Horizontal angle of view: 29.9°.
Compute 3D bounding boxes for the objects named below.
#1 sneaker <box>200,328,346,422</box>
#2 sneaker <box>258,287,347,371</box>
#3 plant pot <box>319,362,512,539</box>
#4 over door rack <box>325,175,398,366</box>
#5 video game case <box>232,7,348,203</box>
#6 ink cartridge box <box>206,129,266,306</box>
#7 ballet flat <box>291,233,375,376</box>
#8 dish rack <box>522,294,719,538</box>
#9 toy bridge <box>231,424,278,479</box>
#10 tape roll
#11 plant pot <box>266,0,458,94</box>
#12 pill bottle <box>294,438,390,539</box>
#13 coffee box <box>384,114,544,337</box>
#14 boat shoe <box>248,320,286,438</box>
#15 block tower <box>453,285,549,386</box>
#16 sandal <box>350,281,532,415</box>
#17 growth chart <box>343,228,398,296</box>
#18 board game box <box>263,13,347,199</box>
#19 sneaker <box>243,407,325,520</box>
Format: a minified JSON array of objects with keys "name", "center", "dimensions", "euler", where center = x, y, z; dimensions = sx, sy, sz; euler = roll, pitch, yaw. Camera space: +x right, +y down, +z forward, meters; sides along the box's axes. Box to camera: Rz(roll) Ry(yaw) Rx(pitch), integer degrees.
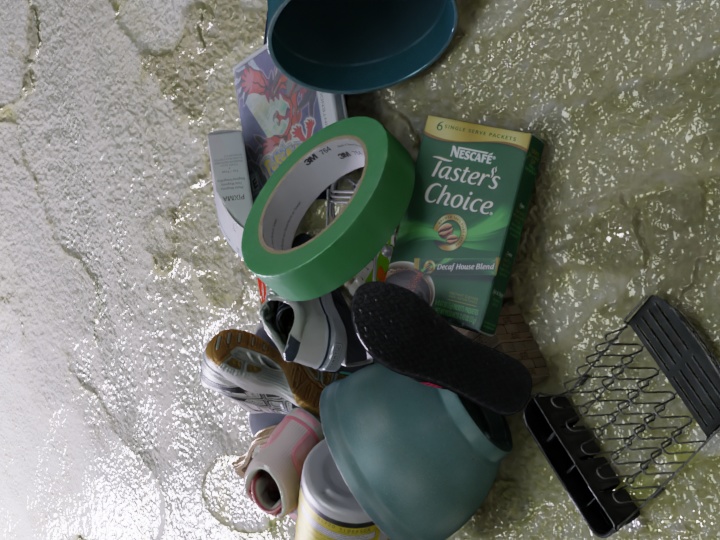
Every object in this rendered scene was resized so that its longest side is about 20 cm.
[{"name":"sneaker","center":[-0.093,0.135,1.575],"dimensions":[0.088,0.198,0.076],"euler":[-56,10,50]},{"name":"sneaker","center":[-0.072,0.035,1.424],"dimensions":[0.074,0.070,0.200],"euler":[-68,25,17]},{"name":"plant pot","center":[0.070,0.167,1.372],"dimensions":[0.134,0.200,0.202],"euler":[-35,65,18]},{"name":"over door rack","center":[0.000,0.000,1.454],"dimensions":[0.147,0.066,0.203],"euler":[9,86,66]},{"name":"video game case","center":[-0.081,-0.181,1.560],"dimensions":[0.199,0.023,0.185],"euler":[-21,75,54]},{"name":"ink cartridge box","center":[-0.149,-0.050,1.628],"dimensions":[0.163,0.056,0.203],"euler":[108,157,-76]},{"name":"ballet flat","center":[-0.051,0.040,1.575],"dimensions":[0.073,0.072,0.201],"euler":[-52,56,38]},{"name":"dish rack","center":[0.249,0.129,1.241],"dimensions":[0.154,0.054,0.201],"euler":[58,134,28]},{"name":"toy bridge","center":[-0.096,0.218,1.638],"dimensions":[0.199,0.067,0.027],"euler":[-23,33,44]},{"name":"tape roll","center":[-0.035,-0.065,1.380],"dimensions":[0.199,0.048,0.202],"euler":[-31,36,26]},{"name":"plant pot","center":[-0.013,-0.322,1.417],"dimensions":[0.200,0.198,0.190],"euler":[-42,48,42]},{"name":"pill bottle","center":[-0.018,0.284,1.502],"dimensions":[0.111,0.110,0.201],"euler":[50,147,34]},{"name":"coffee box","center":[0.100,-0.047,1.345],"dimensions":[0.122,0.044,0.202],"euler":[15,88,29]},{"name":"boat shoe","center":[-0.096,0.129,1.642],"dimensions":[0.066,0.073,0.202],"euler":[-76,-5,-56]},{"name":"block tower","center":[0.125,0.040,1.381],"dimensions":[0.054,0.057,0.202],"euler":[-42,60,43]},{"name":"sandal","center":[0.072,0.080,1.300],"dimensions":[0.076,0.199,0.045],"euler":[-62,10,-13]},{"name":"growth chart","center":[0.038,-0.029,1.505],"dimensions":[0.144,0.018,0.202],"euler":[36,121,43]},{"name":"board game box","center":[-0.071,-0.198,1.604],"dimensions":[0.135,0.034,0.203],"euler":[22,110,47]},{"name":"sneaker","center":[-0.091,0.254,1.561],"dimensions":[0.075,0.105,0.201],"euler":[27,143,18]}]
